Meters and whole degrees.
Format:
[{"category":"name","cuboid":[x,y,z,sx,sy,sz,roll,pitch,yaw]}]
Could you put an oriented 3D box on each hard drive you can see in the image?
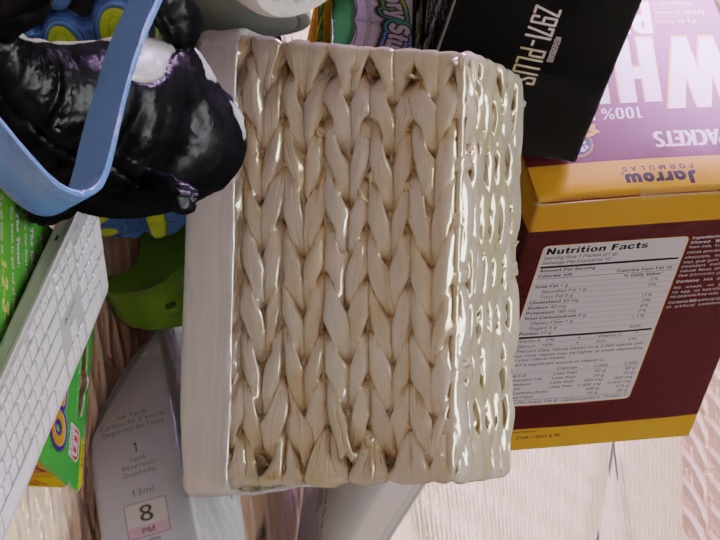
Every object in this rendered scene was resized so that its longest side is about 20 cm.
[{"category":"hard drive","cuboid":[0.004,0.094,1.563,0.200,0.026,0.132,119,-18,-54]}]

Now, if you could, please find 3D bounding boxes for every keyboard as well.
[{"category":"keyboard","cuboid":[-0.125,0.043,1.144,0.200,0.011,0.056,-72,157,-52]}]

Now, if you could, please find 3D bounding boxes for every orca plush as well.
[{"category":"orca plush","cuboid":[-0.082,-0.055,1.118,0.105,0.071,0.200,-50,157,-7]}]

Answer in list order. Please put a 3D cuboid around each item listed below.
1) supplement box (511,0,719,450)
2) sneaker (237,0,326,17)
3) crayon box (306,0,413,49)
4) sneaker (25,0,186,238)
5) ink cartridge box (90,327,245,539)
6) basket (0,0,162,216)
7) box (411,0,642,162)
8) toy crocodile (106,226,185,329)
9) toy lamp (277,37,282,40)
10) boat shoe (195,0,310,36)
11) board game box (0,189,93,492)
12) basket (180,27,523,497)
[{"category":"supplement box","cuboid":[0.107,-0.047,1.548,0.200,0.132,0.198,105,-25,-48]},{"category":"sneaker","cuboid":[-0.031,-0.192,1.263,0.200,0.104,0.075,-63,144,-24]},{"category":"crayon box","cuboid":[-0.005,-0.055,1.512,0.200,0.058,0.173,-90,-171,-49]},{"category":"sneaker","cuboid":[-0.110,-0.088,1.229,0.200,0.071,0.083,74,13,-60]},{"category":"ink cartridge box","cuboid":[-0.087,0.104,1.376,0.163,0.057,0.200,73,0,-47]},{"category":"basket","cuboid":[-0.131,-0.136,0.931,0.200,0.139,0.177,45,35,-25]},{"category":"box","cuboid":[0.084,-0.182,1.412,0.164,0.086,0.200,110,-13,-46]},{"category":"toy crocodile","cuboid":[-0.084,-0.067,1.360,0.068,0.062,0.200,60,26,-63]},{"category":"toy lamp","cuboid":[-0.057,-0.043,1.427,0.058,0.058,0.201,49,33,-69]},{"category":"boat shoe","cuboid":[-0.083,-0.153,1.262,0.200,0.073,0.062,28,58,-52]},{"category":"board game box","cuboid":[-0.143,0.016,1.146,0.200,0.030,0.096,50,40,-64]},{"category":"basket","cuboid":[0.000,0.000,1.299,0.136,0.123,0.201,7,86,-75]}]
